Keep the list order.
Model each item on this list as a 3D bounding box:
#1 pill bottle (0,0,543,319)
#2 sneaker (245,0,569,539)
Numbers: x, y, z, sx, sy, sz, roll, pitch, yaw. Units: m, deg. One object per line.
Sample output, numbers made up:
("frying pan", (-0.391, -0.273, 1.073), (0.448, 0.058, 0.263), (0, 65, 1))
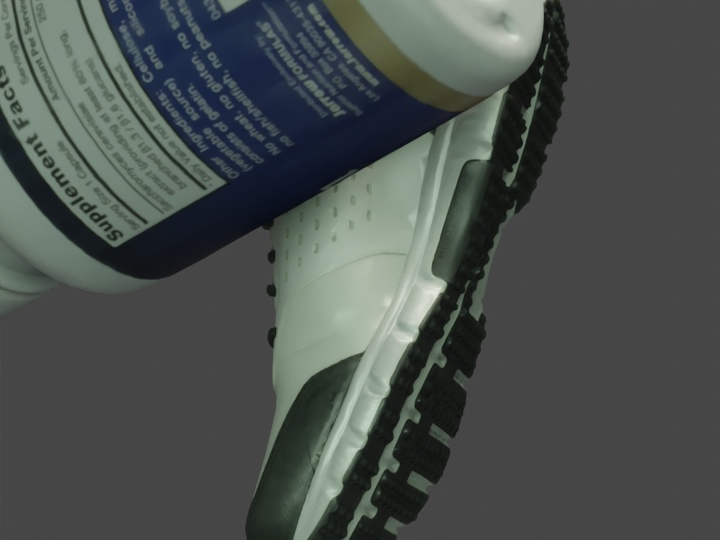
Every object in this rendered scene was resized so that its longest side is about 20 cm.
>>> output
("pill bottle", (-0.056, -0.061, 0.787), (0.200, 0.111, 0.111), (-28, 76, 27))
("sneaker", (0.000, 0.000, 0.839), (0.080, 0.074, 0.201), (14, 72, 18))
